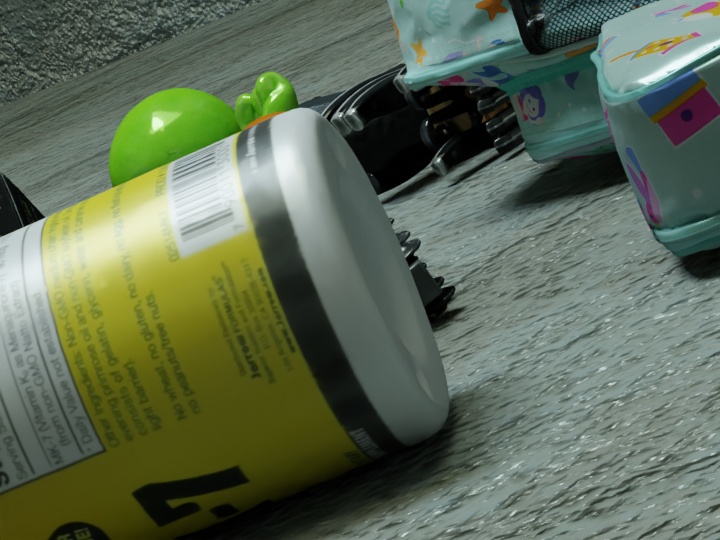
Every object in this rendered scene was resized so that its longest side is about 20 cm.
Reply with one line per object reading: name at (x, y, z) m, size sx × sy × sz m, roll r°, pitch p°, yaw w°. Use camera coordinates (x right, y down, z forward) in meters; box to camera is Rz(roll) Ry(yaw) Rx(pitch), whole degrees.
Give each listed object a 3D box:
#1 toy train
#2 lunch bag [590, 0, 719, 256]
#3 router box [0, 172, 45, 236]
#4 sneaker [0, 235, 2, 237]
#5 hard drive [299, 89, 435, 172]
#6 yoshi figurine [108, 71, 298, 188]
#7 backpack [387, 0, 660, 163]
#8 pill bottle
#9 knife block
toy train at (0.000, 0.000, 1.122) m, size 0.046 × 0.034 × 0.200 m, roll -37°, pitch 11°, yaw -1°
lunch bag at (0.167, -0.075, 0.970) m, size 0.160 × 0.077 × 0.200 m, roll -22°, pitch 10°, yaw 9°
router box at (-0.233, 0.032, 1.308) m, size 0.200 × 0.051 × 0.149 m, roll -24°, pitch -16°, yaw 2°
sneaker at (-0.145, 0.027, 1.153) m, size 0.067 × 0.090 × 0.200 m, roll -30°, pitch 11°, yaw -36°
hard drive at (-0.023, -0.071, 1.562) m, size 0.139 × 0.033 × 0.200 m, roll -30°, pitch 10°, yaw -29°
yoshi figurine at (-0.066, -0.030, 1.096) m, size 0.112 × 0.112 × 0.200 m, roll 12°, pitch -1°, yaw -7°
backpack at (0.111, -0.131, 1.184) m, size 0.200 × 0.151 × 0.177 m, roll -7°, pitch 11°, yaw 38°
pill bottle at (-0.082, 0.036, 0.873) m, size 0.200 × 0.115 × 0.114 m, roll -23°, pitch 9°, yaw 10°
knife block at (0.065, -0.103, 1.419) m, size 0.175 × 0.064 × 0.200 m, roll -23°, pitch 10°, yaw 6°
